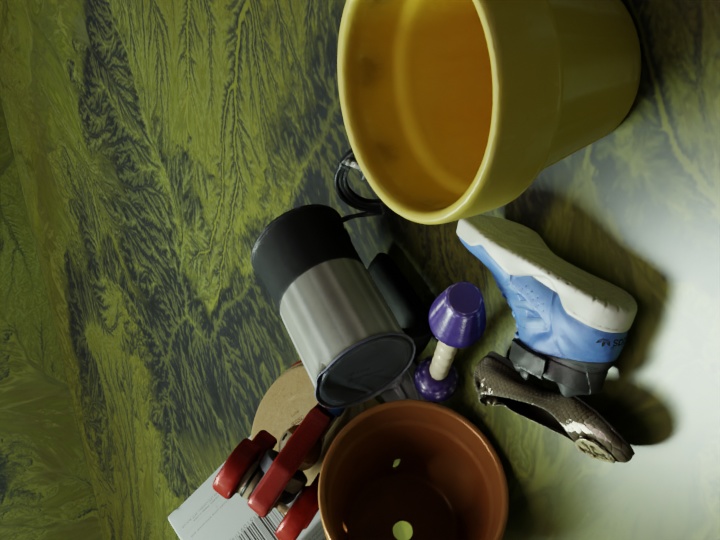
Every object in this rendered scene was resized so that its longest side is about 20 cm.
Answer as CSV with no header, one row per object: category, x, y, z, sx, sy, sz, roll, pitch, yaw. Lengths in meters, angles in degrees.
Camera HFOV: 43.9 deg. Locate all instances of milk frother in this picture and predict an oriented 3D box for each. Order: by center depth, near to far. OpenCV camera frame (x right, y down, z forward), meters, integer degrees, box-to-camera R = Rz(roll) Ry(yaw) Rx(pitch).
milk frother,0.000,0.000,0.939,0.190,0.177,0.202,58,151,33

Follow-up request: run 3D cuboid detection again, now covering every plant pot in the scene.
plant pot,0.109,-0.153,0.691,0.200,0.186,0.206,29,125,51
plant pot,0.052,0.261,0.965,0.202,0.197,0.141,58,162,27

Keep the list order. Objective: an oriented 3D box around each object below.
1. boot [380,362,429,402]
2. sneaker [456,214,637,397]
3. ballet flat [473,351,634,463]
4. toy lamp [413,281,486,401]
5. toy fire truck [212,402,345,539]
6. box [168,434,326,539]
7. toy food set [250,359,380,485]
boot,0.011,0.119,1.045,0.074,0.094,0.203,-48,61,54
sneaker,0.148,0.034,0.805,0.199,0.076,0.113,36,122,39
ballet flat,0.167,0.131,0.820,0.199,0.046,0.068,30,160,54
toy lamp,0.088,0.073,0.886,0.059,0.057,0.201,60,165,25
toy fire truck,-0.069,0.200,1.013,0.111,0.170,0.200,33,-179,7
box,-0.124,0.356,1.230,0.199,0.199,0.131,37,166,46
toy food set,-0.066,0.208,1.164,0.201,0.048,0.198,-50,48,9
